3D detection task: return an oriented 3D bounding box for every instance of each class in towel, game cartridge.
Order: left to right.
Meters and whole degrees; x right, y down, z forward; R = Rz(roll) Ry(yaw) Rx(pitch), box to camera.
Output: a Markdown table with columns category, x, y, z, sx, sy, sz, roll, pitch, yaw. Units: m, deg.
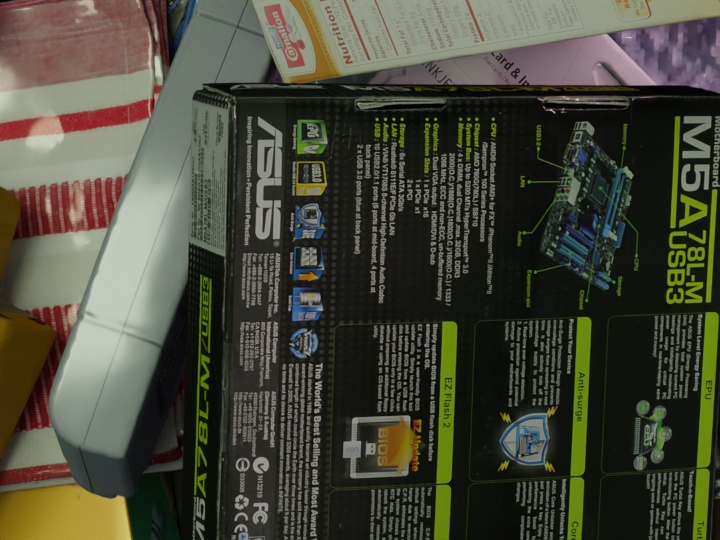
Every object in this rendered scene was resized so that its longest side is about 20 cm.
| category | x | y | z | sx | sy | sz | roll | pitch | yaw |
| --- | --- | --- | --- | --- | --- | --- | --- | --- | --- |
| towel | -0.141 | -0.012 | 1.130 | 0.144 | 0.023 | 0.201 | -9 | 78 | 16 |
| game cartridge | -0.066 | -0.020 | 1.034 | 0.041 | 0.133 | 0.201 | 19 | 77 | 6 |

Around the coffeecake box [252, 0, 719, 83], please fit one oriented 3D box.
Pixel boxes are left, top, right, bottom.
| category | x | y | z | sx | sy | sz | roll | pitch | yaw |
| --- | --- | --- | --- | --- | --- | --- | --- | --- | --- |
| coffeecake box | 0.076 | -0.134 | 0.959 | 0.200 | 0.153 | 0.073 | -5 | 113 | 45 |

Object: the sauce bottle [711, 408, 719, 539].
| category | x | y | z | sx | sy | sz | roll | pitch | yaw |
| --- | --- | --- | --- | --- | --- | --- | --- | --- | --- |
| sauce bottle | 0.153 | 0.137 | 1.046 | 0.065 | 0.065 | 0.201 | -20 | 73 | 15 |

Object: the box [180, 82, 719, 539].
| category | x | y | z | sx | sy | sz | roll | pitch | yaw |
| --- | --- | --- | --- | --- | --- | --- | --- | --- | --- |
| box | 0.035 | 0.034 | 0.985 | 0.192 | 0.047 | 0.201 | -3 | 100 | -23 |

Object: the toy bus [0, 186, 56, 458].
| category | x | y | z | sx | sy | sz | roll | pitch | yaw |
| --- | --- | --- | --- | --- | --- | --- | --- | --- | --- |
| toy bus | -0.182 | 0.059 | 1.089 | 0.078 | 0.065 | 0.201 | 25 | 92 | 20 |

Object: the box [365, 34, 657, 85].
| category | x | y | z | sx | sy | sz | roll | pitch | yaw |
| --- | --- | --- | --- | --- | --- | --- | --- | --- | --- |
| box | 0.044 | -0.007 | 1.119 | 0.200 | 0.041 | 0.156 | -45 | 70 | 8 |

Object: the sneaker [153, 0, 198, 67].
| category | x | y | z | sx | sy | sz | roll | pitch | yaw |
| --- | --- | --- | --- | --- | --- | --- | --- | --- | --- |
| sneaker | -0.067 | -0.170 | 1.169 | 0.078 | 0.075 | 0.201 | 5 | 81 | 23 |

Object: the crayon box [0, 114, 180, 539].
| category | x | y | z | sx | sy | sz | roll | pitch | yaw |
| --- | --- | --- | --- | --- | --- | --- | --- | --- | --- |
| crayon box | -0.149 | 0.049 | 1.164 | 0.118 | 0.058 | 0.201 | -14 | 76 | 15 |
